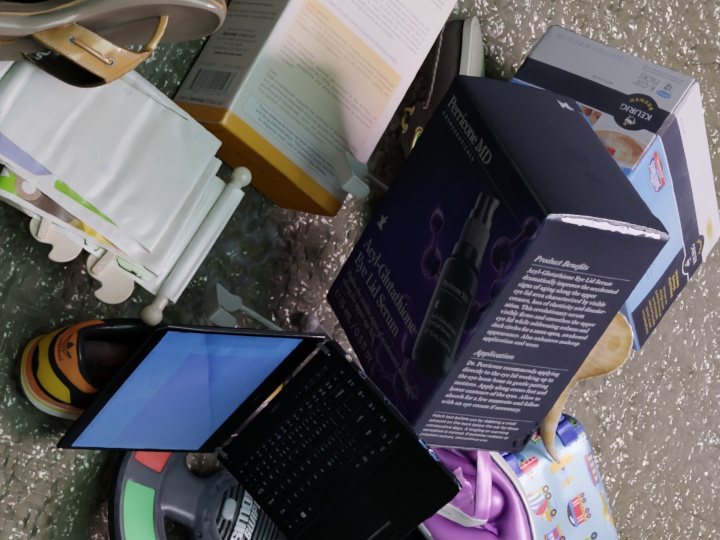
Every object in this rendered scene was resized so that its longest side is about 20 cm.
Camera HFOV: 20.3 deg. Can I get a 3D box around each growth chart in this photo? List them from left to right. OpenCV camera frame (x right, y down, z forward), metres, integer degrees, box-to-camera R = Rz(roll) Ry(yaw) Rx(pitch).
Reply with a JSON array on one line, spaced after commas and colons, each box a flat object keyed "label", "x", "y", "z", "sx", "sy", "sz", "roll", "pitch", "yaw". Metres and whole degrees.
[{"label": "growth chart", "x": -0.170, "y": -0.073, "z": 1.307, "sx": 0.200, "sy": 0.018, "sz": 0.145, "roll": 44, "pitch": 71, "yaw": -8}]

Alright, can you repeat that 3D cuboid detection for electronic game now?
[{"label": "electronic game", "x": -0.085, "y": 0.177, "z": 1.406, "sx": 0.200, "sy": 0.042, "sz": 0.201, "roll": 11, "pitch": 70, "yaw": -31}]

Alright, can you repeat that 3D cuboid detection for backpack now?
[{"label": "backpack", "x": 0.077, "y": 0.204, "z": 1.519, "sx": 0.200, "sy": 0.134, "sz": 0.183, "roll": -26, "pitch": 111, "yaw": -31}]

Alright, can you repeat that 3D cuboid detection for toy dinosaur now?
[{"label": "toy dinosaur", "x": 0.139, "y": 0.049, "z": 1.417, "sx": 0.058, "sy": 0.101, "sz": 0.200, "roll": -56, "pitch": 169, "yaw": -67}]

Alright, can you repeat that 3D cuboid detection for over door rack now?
[{"label": "over door rack", "x": 0.000, "y": 0.000, "z": 1.423, "sx": 0.148, "sy": 0.067, "sz": 0.200, "roll": -45, "pitch": 136, "yaw": 16}]

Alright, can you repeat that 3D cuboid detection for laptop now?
[{"label": "laptop", "x": -0.068, "y": 0.126, "z": 1.296, "sx": 0.200, "sy": 0.177, "sz": 0.103, "roll": 49, "pitch": 49, "yaw": 4}]

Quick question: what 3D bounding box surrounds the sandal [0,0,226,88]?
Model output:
[{"label": "sandal", "x": -0.182, "y": -0.141, "z": 1.263, "sx": 0.199, "sy": 0.080, "sz": 0.054, "roll": -9, "pitch": 78, "yaw": -15}]

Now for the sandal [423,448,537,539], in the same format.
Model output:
[{"label": "sandal", "x": 0.057, "y": 0.136, "z": 1.416, "sx": 0.082, "sy": 0.050, "sz": 0.203, "roll": -27, "pitch": 94, "yaw": 10}]

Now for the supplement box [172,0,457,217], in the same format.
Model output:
[{"label": "supplement box", "x": -0.030, "y": -0.156, "z": 1.417, "sx": 0.126, "sy": 0.073, "sz": 0.200, "roll": 39, "pitch": 74, "yaw": -36}]

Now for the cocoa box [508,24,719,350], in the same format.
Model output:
[{"label": "cocoa box", "x": 0.179, "y": -0.059, "z": 1.521, "sx": 0.131, "sy": 0.133, "sz": 0.200, "roll": -53, "pitch": 149, "yaw": -19}]

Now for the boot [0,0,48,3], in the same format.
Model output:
[{"label": "boot", "x": -0.210, "y": -0.217, "z": 1.206, "sx": 0.211, "sy": 0.158, "sz": 0.080, "roll": 23, "pitch": 78, "yaw": -37}]

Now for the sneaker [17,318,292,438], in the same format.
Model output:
[{"label": "sneaker", "x": -0.122, "y": 0.071, "z": 1.344, "sx": 0.200, "sy": 0.090, "sz": 0.070, "roll": 7, "pitch": 73, "yaw": -30}]

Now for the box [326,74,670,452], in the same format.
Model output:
[{"label": "box", "x": 0.084, "y": -0.002, "z": 1.308, "sx": 0.104, "sy": 0.148, "sz": 0.200, "roll": 8, "pitch": 126, "yaw": -34}]

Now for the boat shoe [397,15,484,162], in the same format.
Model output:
[{"label": "boat shoe", "x": 0.056, "y": -0.091, "z": 1.500, "sx": 0.072, "sy": 0.060, "sz": 0.202, "roll": -9, "pitch": 104, "yaw": -73}]

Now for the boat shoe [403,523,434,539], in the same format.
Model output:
[{"label": "boat shoe", "x": 0.020, "y": 0.174, "z": 1.391, "sx": 0.073, "sy": 0.200, "sz": 0.062, "roll": -11, "pitch": 146, "yaw": -42}]
